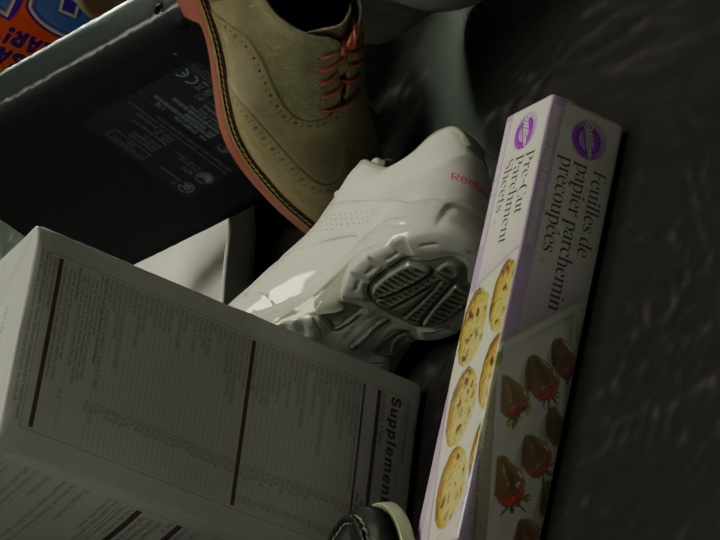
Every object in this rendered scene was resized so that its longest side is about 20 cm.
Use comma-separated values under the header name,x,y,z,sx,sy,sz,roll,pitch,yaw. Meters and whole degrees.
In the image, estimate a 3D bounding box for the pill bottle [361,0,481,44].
name,x,y,z,sx,sy,sz,roll,pitch,yaw
pill bottle,0.043,-0.186,1.319,0.200,0.114,0.115,-34,40,52

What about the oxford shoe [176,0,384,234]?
name,x,y,z,sx,sy,sz,roll,pitch,yaw
oxford shoe,-0.027,-0.094,1.332,0.075,0.200,0.070,4,40,47

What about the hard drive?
name,x,y,z,sx,sy,sz,roll,pitch,yaw
hard drive,-0.112,-0.069,1.449,0.200,0.139,0.033,-25,45,33

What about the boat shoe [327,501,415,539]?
name,x,y,z,sx,sy,sz,roll,pitch,yaw
boat shoe,-0.026,0.190,1.156,0.074,0.066,0.200,-152,74,-67

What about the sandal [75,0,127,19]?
name,x,y,z,sx,sy,sz,roll,pitch,yaw
sandal,-0.075,-0.183,1.560,0.200,0.080,0.054,-26,36,19

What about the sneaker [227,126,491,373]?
name,x,y,z,sx,sy,sz,roll,pitch,yaw
sneaker,0.000,0.000,1.318,0.200,0.078,0.100,-30,36,42

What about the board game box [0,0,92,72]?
name,x,y,z,sx,sy,sz,roll,pitch,yaw
board game box,-0.199,-0.166,1.711,0.200,0.199,0.200,-23,49,59

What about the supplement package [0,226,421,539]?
name,x,y,z,sx,sy,sz,roll,pitch,yaw
supplement package,-0.088,0.083,1.254,0.109,0.200,0.114,-37,37,48

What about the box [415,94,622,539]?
name,x,y,z,sx,sy,sz,roll,pitch,yaw
box,0.066,0.027,1.176,0.041,0.039,0.201,-21,51,59

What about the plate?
name,x,y,z,sx,sy,sz,roll,pitch,yaw
plate,-0.109,0.047,1.544,0.200,0.032,0.200,-43,35,44
